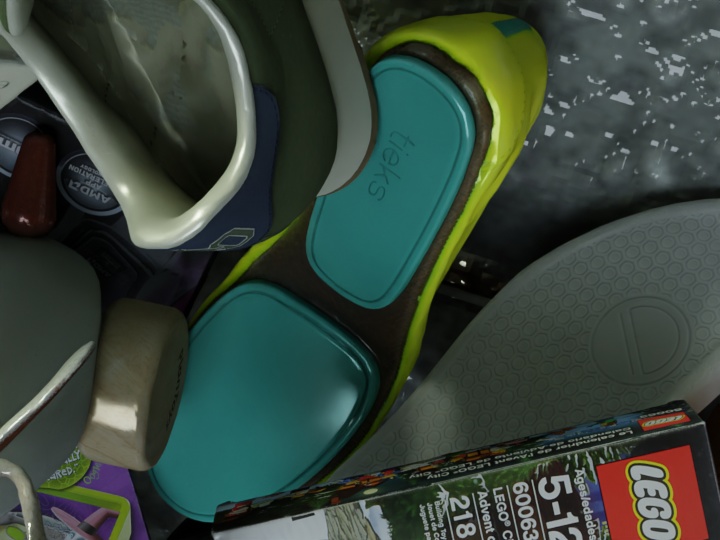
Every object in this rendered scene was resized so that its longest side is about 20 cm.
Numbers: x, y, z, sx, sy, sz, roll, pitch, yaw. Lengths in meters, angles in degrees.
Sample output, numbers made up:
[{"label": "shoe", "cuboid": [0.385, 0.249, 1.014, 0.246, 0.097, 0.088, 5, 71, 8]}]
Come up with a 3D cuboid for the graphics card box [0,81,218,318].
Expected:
[{"label": "graphics card box", "cuboid": [-0.119, 0.004, 0.751, 0.125, 0.051, 0.201, 26, 131, -5]}]

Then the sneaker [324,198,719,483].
[{"label": "sneaker", "cuboid": [0.062, 0.065, 0.709, 0.200, 0.071, 0.099, -42, 141, 0]}]

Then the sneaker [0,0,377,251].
[{"label": "sneaker", "cuboid": [-0.062, -0.096, 0.587, 0.067, 0.090, 0.201, -16, 105, 32]}]

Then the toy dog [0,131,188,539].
[{"label": "toy dog", "cuboid": [-0.107, 0.027, 0.627, 0.131, 0.200, 0.097, 1, 111, -8]}]

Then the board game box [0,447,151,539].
[{"label": "board game box", "cuboid": [-0.152, 0.133, 0.712, 0.198, 0.032, 0.121, -17, 85, -7]}]

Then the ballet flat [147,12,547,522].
[{"label": "ballet flat", "cuboid": [0.000, 0.000, 0.699, 0.067, 0.067, 0.201, 39, 128, 8]}]

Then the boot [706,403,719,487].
[{"label": "boot", "cuboid": [0.136, 0.075, 0.662, 0.073, 0.155, 0.200, 27, 132, -7]}]

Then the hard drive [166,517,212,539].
[{"label": "hard drive", "cuboid": [0.034, 0.141, 0.825, 0.134, 0.042, 0.200, -19, 121, 30]}]

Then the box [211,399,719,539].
[{"label": "box", "cuboid": [0.046, 0.149, 0.641, 0.135, 0.038, 0.202, -13, 97, 1]}]

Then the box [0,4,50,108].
[{"label": "box", "cuboid": [-0.198, -0.069, 0.640, 0.199, 0.129, 0.109, -32, 158, 35]}]
